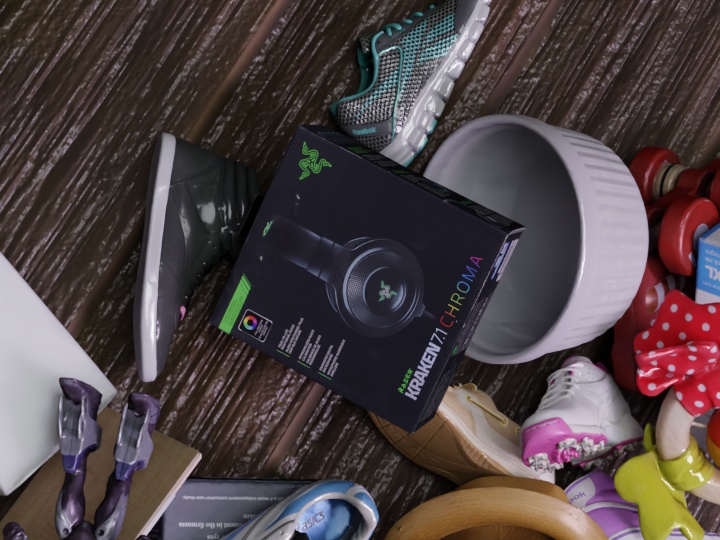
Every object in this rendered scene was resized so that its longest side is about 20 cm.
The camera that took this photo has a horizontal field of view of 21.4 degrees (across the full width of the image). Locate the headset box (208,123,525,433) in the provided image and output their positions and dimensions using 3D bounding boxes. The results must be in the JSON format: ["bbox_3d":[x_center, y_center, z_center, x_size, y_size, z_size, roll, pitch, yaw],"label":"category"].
[{"bbox_3d":[0.000,0.000,1.493,0.199,0.093,0.175,28,99,10],"label":"headset box"}]

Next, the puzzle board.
[{"bbox_3d":[-0.219,0.201,1.444,0.201,0.150,0.017,-54,130,-16],"label":"puzzle board"}]

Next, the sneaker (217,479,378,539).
[{"bbox_3d":[-0.072,0.222,1.417,0.199,0.072,0.072,-36,98,-18],"label":"sneaker"}]

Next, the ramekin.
[{"bbox_3d":[0.144,-0.026,1.568,0.104,0.199,0.203,0,83,-42],"label":"ramekin"}]

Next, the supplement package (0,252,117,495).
[{"bbox_3d":[-0.297,0.058,1.443,0.117,0.117,0.200,-42,97,-19],"label":"supplement package"}]

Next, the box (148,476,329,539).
[{"bbox_3d":[-0.100,0.263,1.495,0.146,0.104,0.203,4,83,-19],"label":"box"}]

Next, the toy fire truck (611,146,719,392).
[{"bbox_3d":[0.275,-0.007,1.654,0.199,0.111,0.170,-32,123,-42],"label":"toy fire truck"}]

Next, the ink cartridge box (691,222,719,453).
[{"bbox_3d":[0.348,0.048,1.618,0.146,0.084,0.202,-31,130,-44],"label":"ink cartridge box"}]

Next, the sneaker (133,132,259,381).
[{"bbox_3d":[-0.128,-0.006,1.532,0.098,0.071,0.202,9,77,-13],"label":"sneaker"}]

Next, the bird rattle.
[{"bbox_3d":[0.290,0.121,1.551,0.161,0.113,0.202,12,108,3],"label":"bird rattle"}]

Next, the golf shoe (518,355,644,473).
[{"bbox_3d":[0.172,0.117,1.587,0.075,0.200,0.092,-23,76,21],"label":"golf shoe"}]

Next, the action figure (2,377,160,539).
[{"bbox_3d":[-0.197,0.184,1.361,0.129,0.069,0.202,8,73,-2],"label":"action figure"}]

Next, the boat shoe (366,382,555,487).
[{"bbox_3d":[0.085,0.132,1.598,0.200,0.074,0.070,40,46,-17],"label":"boat shoe"}]

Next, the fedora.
[{"bbox_3d":[0.115,0.225,1.559,0.199,0.201,0.082,31,39,-13],"label":"fedora"}]

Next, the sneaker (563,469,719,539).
[{"bbox_3d":[0.247,0.222,1.640,0.200,0.114,0.073,24,110,-44],"label":"sneaker"}]

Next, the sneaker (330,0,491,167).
[{"bbox_3d":[0.043,-0.186,1.615,0.091,0.078,0.201,30,74,-10],"label":"sneaker"}]
